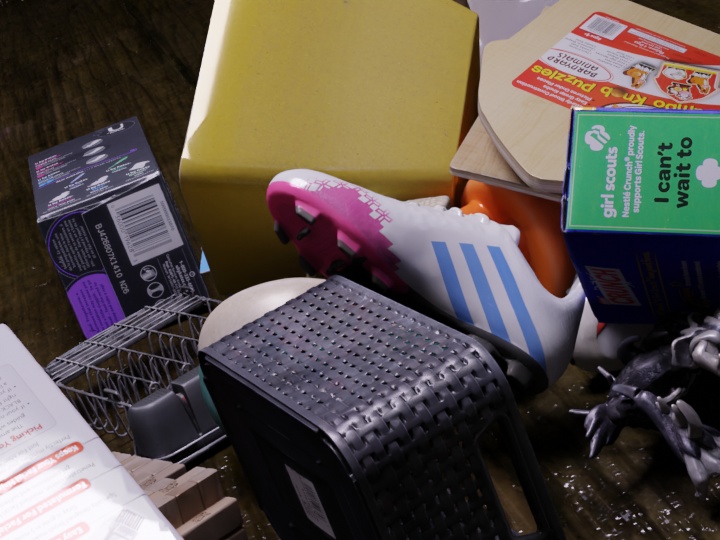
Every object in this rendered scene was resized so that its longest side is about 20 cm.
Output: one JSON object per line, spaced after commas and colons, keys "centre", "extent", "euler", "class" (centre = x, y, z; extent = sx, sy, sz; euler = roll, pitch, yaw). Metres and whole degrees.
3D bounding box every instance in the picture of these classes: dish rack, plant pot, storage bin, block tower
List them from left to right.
{"centre": [-0.156, 0.145, 1.104], "extent": [0.199, 0.054, 0.058], "euler": [2, 22, 43], "class": "block tower"}
{"centre": [-0.134, 0.070, 1.286], "extent": [0.153, 0.055, 0.200], "euler": [-29, 21, -29], "class": "dish rack"}
{"centre": [-0.010, -0.099, 1.281], "extent": [0.175, 0.200, 0.201], "euler": [7, 67, 7], "class": "plant pot"}
{"centre": [0.007, 0.097, 0.964], "extent": [0.093, 0.136, 0.200], "euler": [-29, 23, -17], "class": "storage bin"}

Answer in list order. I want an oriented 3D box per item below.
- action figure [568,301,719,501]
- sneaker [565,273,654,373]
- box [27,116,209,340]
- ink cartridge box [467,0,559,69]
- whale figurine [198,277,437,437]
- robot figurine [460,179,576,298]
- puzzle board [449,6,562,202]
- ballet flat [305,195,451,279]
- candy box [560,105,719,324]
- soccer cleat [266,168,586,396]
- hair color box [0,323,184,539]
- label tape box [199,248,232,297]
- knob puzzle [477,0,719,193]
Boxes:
{"centre": [0.193, 0.063, 0.957], "extent": [0.119, 0.102, 0.200], "euler": [-43, 4, -31], "class": "action figure"}
{"centre": [0.216, 0.006, 1.108], "extent": [0.199, 0.071, 0.093], "euler": [-23, 15, -18], "class": "sneaker"}
{"centre": [-0.201, -0.035, 1.504], "extent": [0.106, 0.123, 0.200], "euler": [-21, 21, -5], "class": "box"}
{"centre": [0.147, -0.138, 1.348], "extent": [0.115, 0.201, 0.068], "euler": [-20, 21, -5], "class": "ink cartridge box"}
{"centre": [0.000, 0.066, 1.129], "extent": [0.199, 0.104, 0.159], "euler": [0, -20, -7], "class": "whale figurine"}
{"centre": [0.148, -0.036, 1.215], "extent": [0.199, 0.117, 0.144], "euler": [-28, -7, -24], "class": "robot figurine"}
{"centre": [0.161, -0.101, 1.189], "extent": [0.150, 0.017, 0.200], "euler": [14, 42, 17], "class": "puzzle board"}
{"centre": [0.000, 0.000, 1.201], "extent": [0.068, 0.062, 0.200], "euler": [-60, 3, -33], "class": "ballet flat"}
{"centre": [0.218, -0.024, 0.996], "extent": [0.199, 0.077, 0.169], "euler": [1, -17, 14], "class": "candy box"}
{"centre": [0.040, -0.008, 1.049], "extent": [0.087, 0.200, 0.070], "euler": [-57, 6, -25], "class": "soccer cleat"}
{"centre": [-0.188, 0.128, 0.985], "extent": [0.111, 0.064, 0.200], "euler": [-28, 48, -23], "class": "hair color box"}
{"centre": [-0.046, -0.036, 1.457], "extent": [0.143, 0.066, 0.200], "euler": [-17, 25, 7], "class": "label tape box"}
{"centre": [0.161, -0.098, 1.148], "extent": [0.218, 0.031, 0.220], "euler": [0, 41, 0], "class": "knob puzzle"}
